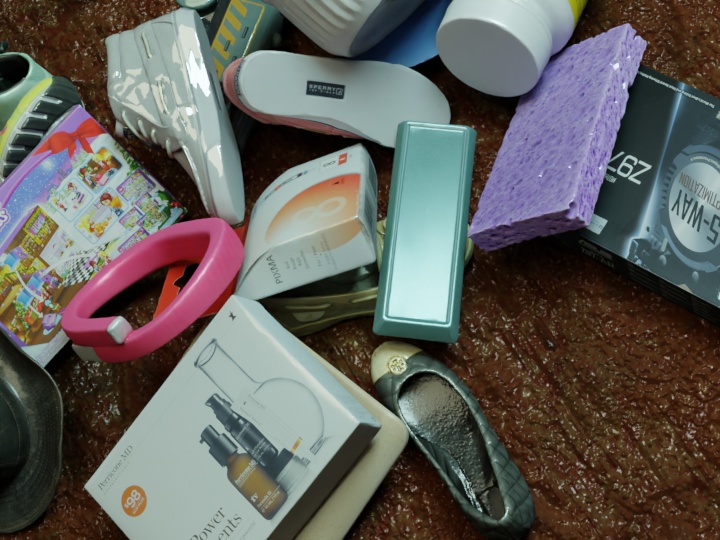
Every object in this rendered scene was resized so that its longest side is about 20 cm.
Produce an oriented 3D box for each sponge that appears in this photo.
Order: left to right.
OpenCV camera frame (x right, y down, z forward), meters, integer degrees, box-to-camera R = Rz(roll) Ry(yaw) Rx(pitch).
[{"bbox_3d":[0.161,-0.108,1.121,0.111,0.030,0.201,-17,41,47],"label":"sponge"}]

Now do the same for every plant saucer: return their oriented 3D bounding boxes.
[{"bbox_3d":[0.055,-0.038,1.138,0.069,0.019,0.202,6,63,3],"label":"plant saucer"}]

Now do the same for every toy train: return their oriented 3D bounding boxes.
[{"bbox_3d":[-0.137,-0.196,1.288,0.113,0.085,0.202,16,70,11],"label":"toy train"}]

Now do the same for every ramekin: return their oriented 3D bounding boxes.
[{"bbox_3d":[0.010,-0.273,1.161,0.200,0.200,0.105,-43,86,-5],"label":"ramekin"}]

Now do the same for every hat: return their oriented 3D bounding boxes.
[{"bbox_3d":[-0.349,0.137,1.165,0.198,0.081,0.203,3,97,27],"label":"hat"}]

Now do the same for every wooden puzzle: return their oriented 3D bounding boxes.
[{"bbox_3d":[-0.080,0.149,1.119,0.199,0.046,0.186,35,92,23],"label":"wooden puzzle"}]

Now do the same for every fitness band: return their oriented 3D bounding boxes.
[{"bbox_3d":[-0.175,0.014,1.138,0.144,0.038,0.199,-50,25,-26],"label":"fitness band"}]

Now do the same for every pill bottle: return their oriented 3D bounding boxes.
[{"bbox_3d":[0.146,-0.255,1.183,0.113,0.115,0.201,15,61,23],"label":"pill bottle"}]

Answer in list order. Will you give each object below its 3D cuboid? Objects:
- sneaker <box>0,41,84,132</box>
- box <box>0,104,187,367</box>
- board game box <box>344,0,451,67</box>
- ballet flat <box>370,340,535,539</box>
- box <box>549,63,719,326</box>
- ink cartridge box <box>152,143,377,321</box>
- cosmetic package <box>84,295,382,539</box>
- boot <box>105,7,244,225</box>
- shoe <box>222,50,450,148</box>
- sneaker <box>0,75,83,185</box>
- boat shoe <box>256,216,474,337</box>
[{"bbox_3d":[-0.378,-0.145,1.315,0.199,0.118,0.074,-27,62,5],"label":"sneaker"},{"bbox_3d":[-0.271,-0.029,1.228,0.137,0.039,0.200,45,82,-17],"label":"box"},{"bbox_3d":[0.027,-0.259,1.283,0.158,0.039,0.200,-43,61,-5],"label":"board game box"},{"bbox_3d":[0.073,0.127,1.083,0.066,0.057,0.200,-37,61,-3],"label":"ballet flat"},{"bbox_3d":[0.257,-0.066,1.119,0.199,0.044,0.161,31,78,27],"label":"box"},{"bbox_3d":[-0.083,-0.033,1.165,0.198,0.051,0.163,-15,25,8],"label":"ink cartridge box"},{"bbox_3d":[-0.102,0.145,1.070,0.151,0.052,0.201,42,99,25],"label":"cosmetic package"},{"bbox_3d":[-0.165,-0.125,1.200,0.094,0.074,0.202,-16,74,6],"label":"boot"},{"bbox_3d":[-0.023,-0.155,1.221,0.198,0.091,0.072,9,95,-19],"label":"shoe"},{"bbox_3d":[-0.329,-0.096,1.279,0.090,0.078,0.201,36,103,37],"label":"sneaker"},{"bbox_3d":[-0.001,-0.002,1.162,0.198,0.063,0.074,-17,62,10],"label":"boat shoe"}]
